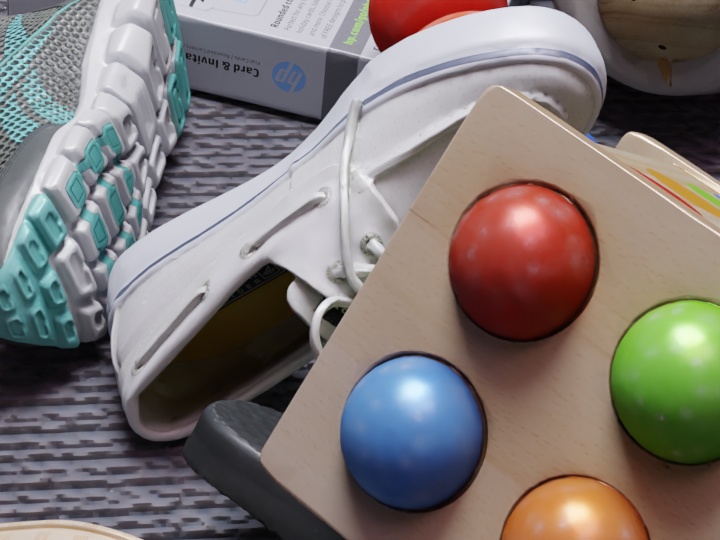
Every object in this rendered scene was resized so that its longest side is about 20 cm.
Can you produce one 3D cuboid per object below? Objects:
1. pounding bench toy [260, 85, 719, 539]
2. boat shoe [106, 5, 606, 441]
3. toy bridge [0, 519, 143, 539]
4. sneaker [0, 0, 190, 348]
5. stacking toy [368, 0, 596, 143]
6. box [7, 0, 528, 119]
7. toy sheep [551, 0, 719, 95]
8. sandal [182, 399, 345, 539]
[{"bbox_3d":[0.100,0.059,0.635,0.199,0.125,0.156,36,11,21],"label":"pounding bench toy"},{"bbox_3d":[-0.004,-0.002,0.735,0.201,0.075,0.087,-30,43,24],"label":"boat shoe"},{"bbox_3d":[-0.061,0.109,0.656,0.199,0.068,0.027,19,39,16],"label":"toy bridge"},{"bbox_3d":[-0.122,-0.038,0.846,0.090,0.078,0.201,-5,33,12],"label":"sneaker"},{"bbox_3d":[0.046,-0.046,0.832,0.085,0.086,0.201,-6,49,-16],"label":"stacking toy"},{"bbox_3d":[-0.031,-0.128,0.983,0.198,0.041,0.156,14,39,8],"label":"box"},{"bbox_3d":[0.140,-0.141,0.957,0.137,0.139,0.200,13,25,8],"label":"toy sheep"},{"bbox_3d":[0.024,0.107,0.683,0.200,0.048,0.075,34,12,30],"label":"sandal"}]
